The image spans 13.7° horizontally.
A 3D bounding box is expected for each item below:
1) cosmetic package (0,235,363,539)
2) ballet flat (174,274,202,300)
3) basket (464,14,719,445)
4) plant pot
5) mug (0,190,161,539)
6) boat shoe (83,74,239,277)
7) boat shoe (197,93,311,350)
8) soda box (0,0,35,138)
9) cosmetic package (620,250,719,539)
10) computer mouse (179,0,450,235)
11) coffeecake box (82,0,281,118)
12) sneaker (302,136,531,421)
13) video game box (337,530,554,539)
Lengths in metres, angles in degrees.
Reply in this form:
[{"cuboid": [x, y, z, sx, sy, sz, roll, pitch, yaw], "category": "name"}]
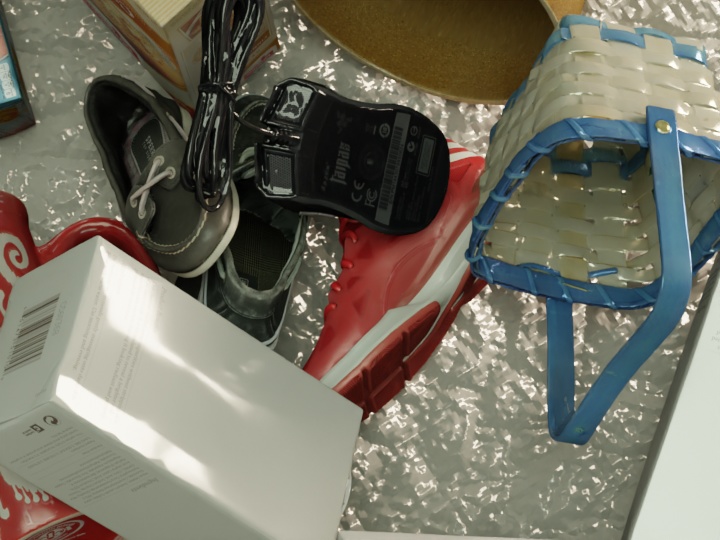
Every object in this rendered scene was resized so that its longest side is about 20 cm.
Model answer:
[{"cuboid": [-0.101, 0.084, 1.604, 0.200, 0.081, 0.113, 37, 49, -28], "category": "cosmetic package"}, {"cuboid": [-0.094, 0.078, 1.720, 0.068, 0.068, 0.201, -12, 77, 8], "category": "ballet flat"}, {"cuboid": [0.137, -0.026, 1.634, 0.139, 0.176, 0.201, 13, 58, -14], "category": "basket"}, {"cuboid": [0.072, -0.231, 1.737, 0.186, 0.187, 0.200, 24, 66, 7], "category": "plant pot"}, {"cuboid": [-0.193, 0.062, 1.666, 0.177, 0.133, 0.200, -34, 68, 17], "category": "mug"}, {"cuboid": [-0.119, -0.056, 1.691, 0.057, 0.200, 0.067, 31, 103, -25], "category": "boat shoe"}, {"cuboid": [-0.054, -0.036, 1.702, 0.072, 0.071, 0.201, 14, 45, -16], "category": "boat shoe"}, {"cuboid": [-0.251, -0.176, 1.777, 0.063, 0.068, 0.201, -17, 78, -2], "category": "soda box"}, {"cuboid": [0.212, 0.084, 1.685, 0.085, 0.108, 0.201, 18, 80, 4], "category": "cosmetic package"}, {"cuboid": [-0.027, -0.096, 1.655, 0.046, 0.200, 0.141, 8, 91, 46], "category": "computer mouse"}, {"cuboid": [-0.127, -0.186, 1.709, 0.073, 0.200, 0.154, -42, 79, -6], "category": "coffeecake box"}, {"cuboid": [0.000, 0.000, 1.738, 0.115, 0.078, 0.200, 39, 69, 18], "category": "sneaker"}, {"cuboid": [0.082, 0.234, 1.589, 0.199, 0.047, 0.183, 4, 92, -8], "category": "video game box"}]
